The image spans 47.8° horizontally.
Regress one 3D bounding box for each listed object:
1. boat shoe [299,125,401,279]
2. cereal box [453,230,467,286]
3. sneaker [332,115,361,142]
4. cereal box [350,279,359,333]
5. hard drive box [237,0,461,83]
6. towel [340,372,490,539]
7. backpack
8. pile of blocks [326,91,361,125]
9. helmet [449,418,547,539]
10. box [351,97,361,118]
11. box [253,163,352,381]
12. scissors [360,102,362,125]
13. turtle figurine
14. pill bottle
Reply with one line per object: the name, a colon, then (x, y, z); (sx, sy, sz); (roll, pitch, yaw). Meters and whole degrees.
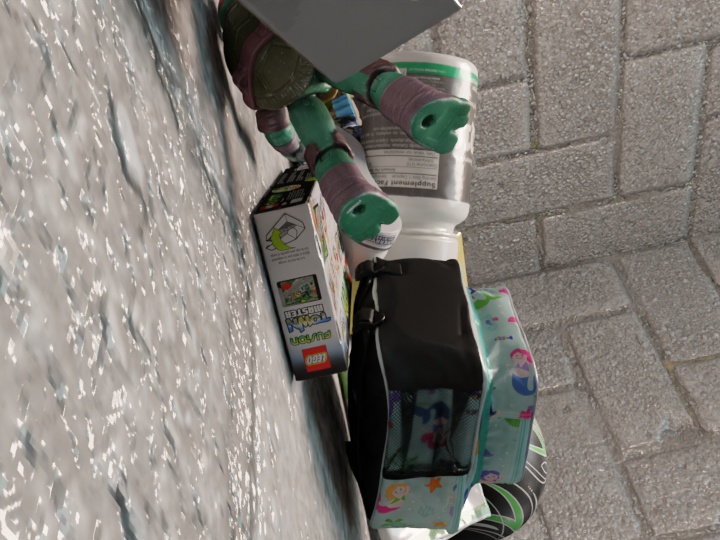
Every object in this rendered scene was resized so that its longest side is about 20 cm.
boat shoe: (-0.022, -0.071, 0.751); (0.066, 0.072, 0.200); (-62, -139, 31)
cereal box: (0.058, -0.017, 1.114); (0.200, 0.040, 0.144); (24, -38, 37)
sneaker: (-0.020, -0.118, 0.910); (0.200, 0.077, 0.085); (-91, 173, -71)
cereal box: (0.000, 0.000, 0.940); (0.200, 0.039, 0.144); (45, 36, -85)
hard drive box: (-0.041, -0.214, 0.374); (0.156, 0.077, 0.200); (29, 43, -51)
towel: (0.056, 0.167, 0.797); (0.149, 0.031, 0.200); (-10, 84, -47)
backpack: (0.056, 0.105, 0.652); (0.178, 0.150, 0.200); (-93, -170, -61)
pile of blocks: (-0.038, -0.214, 1.109); (0.082, 0.062, 0.200); (52, 16, -55)
helmet: (0.123, 0.222, 0.949); (0.200, 0.190, 0.200); (-169, -90, -80)
box: (0.029, -0.141, 1.253); (0.182, 0.104, 0.200); (73, -5, -49)
box: (-0.035, -0.011, 0.581); (0.200, 0.035, 0.110); (-89, 167, -76)
scissors: (0.019, -0.102, 0.934); (0.073, 0.014, 0.200); (-120, -159, -65)
turtle figurine: (-0.030, -0.121, 0.484); (0.200, 0.101, 0.150); (54, -46, 30)
pill bottle: (0.054, -0.105, 0.805); (0.113, 0.113, 0.200); (-15, 109, -87)
